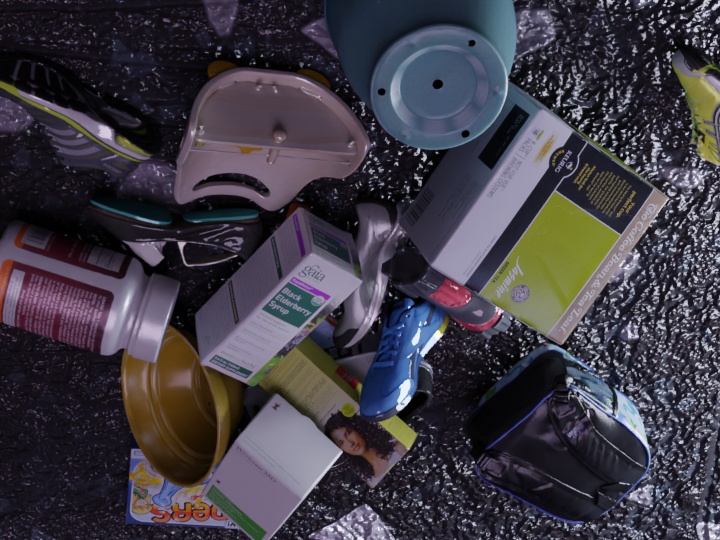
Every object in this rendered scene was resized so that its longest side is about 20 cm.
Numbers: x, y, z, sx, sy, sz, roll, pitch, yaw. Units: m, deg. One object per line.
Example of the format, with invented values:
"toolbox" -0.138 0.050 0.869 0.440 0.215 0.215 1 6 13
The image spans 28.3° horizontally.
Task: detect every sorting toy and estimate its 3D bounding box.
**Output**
"sorting toy" -0.119 -0.124 1.529 0.198 0.108 0.180 3 144 -25

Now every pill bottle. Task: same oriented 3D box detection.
"pill bottle" -0.308 0.027 1.585 0.198 0.115 0.115 18 124 -5

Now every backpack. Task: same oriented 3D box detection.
"backpack" 0.252 0.201 1.771 0.199 0.148 0.183 34 116 -23

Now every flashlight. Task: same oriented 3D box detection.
"flashlight" 0.107 0.023 1.627 0.068 0.068 0.200 -49 146 7

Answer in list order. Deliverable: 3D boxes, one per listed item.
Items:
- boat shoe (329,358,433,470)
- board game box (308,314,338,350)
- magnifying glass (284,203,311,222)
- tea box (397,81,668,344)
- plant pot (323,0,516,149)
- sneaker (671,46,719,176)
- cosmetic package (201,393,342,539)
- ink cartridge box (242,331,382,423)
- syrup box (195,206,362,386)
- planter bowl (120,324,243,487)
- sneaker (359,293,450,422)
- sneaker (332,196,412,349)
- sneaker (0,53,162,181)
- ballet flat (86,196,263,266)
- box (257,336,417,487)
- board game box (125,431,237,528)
"boat shoe" 0.012 0.182 1.719 0.068 0.057 0.200 32 117 -27
"board game box" -0.071 0.089 1.735 0.103 0.020 0.200 -40 121 21
"magnifying glass" -0.096 0.007 1.644 0.079 0.022 0.201 11 125 -14
"tea box" 0.184 -0.065 1.545 0.196 0.134 0.201 31 101 -25
"plant pot" 0.068 -0.223 1.411 0.198 0.189 0.202 -3 127 -4
"sneaker" 0.392 -0.161 1.562 0.076 0.076 0.200 -35 121 19
"cosmetic package" -0.109 0.240 1.698 0.107 0.085 0.200 40 149 5
"ink cartridge box" -0.047 0.144 1.743 0.198 0.039 0.100 -16 128 4
"syrup box" -0.094 0.031 1.596 0.078 0.082 0.200 27 123 -34
"planter bowl" -0.197 0.149 1.699 0.083 0.200 0.202 -15 137 -40
"sneaker" 0.040 0.085 1.645 0.065 0.201 0.079 -1 131 33
"sneaker" 0.000 0.000 1.651 0.079 0.074 0.202 17 118 -6
"sneaker" -0.311 -0.153 1.499 0.199 0.074 0.081 30 122 -23
"ballet flat" -0.207 -0.038 1.589 0.198 0.068 0.069 5 106 -9
"box" -0.032 0.157 1.667 0.200 0.050 0.075 41 113 2
"board game box" -0.202 0.274 1.850 0.198 0.035 0.136 4 126 -9
